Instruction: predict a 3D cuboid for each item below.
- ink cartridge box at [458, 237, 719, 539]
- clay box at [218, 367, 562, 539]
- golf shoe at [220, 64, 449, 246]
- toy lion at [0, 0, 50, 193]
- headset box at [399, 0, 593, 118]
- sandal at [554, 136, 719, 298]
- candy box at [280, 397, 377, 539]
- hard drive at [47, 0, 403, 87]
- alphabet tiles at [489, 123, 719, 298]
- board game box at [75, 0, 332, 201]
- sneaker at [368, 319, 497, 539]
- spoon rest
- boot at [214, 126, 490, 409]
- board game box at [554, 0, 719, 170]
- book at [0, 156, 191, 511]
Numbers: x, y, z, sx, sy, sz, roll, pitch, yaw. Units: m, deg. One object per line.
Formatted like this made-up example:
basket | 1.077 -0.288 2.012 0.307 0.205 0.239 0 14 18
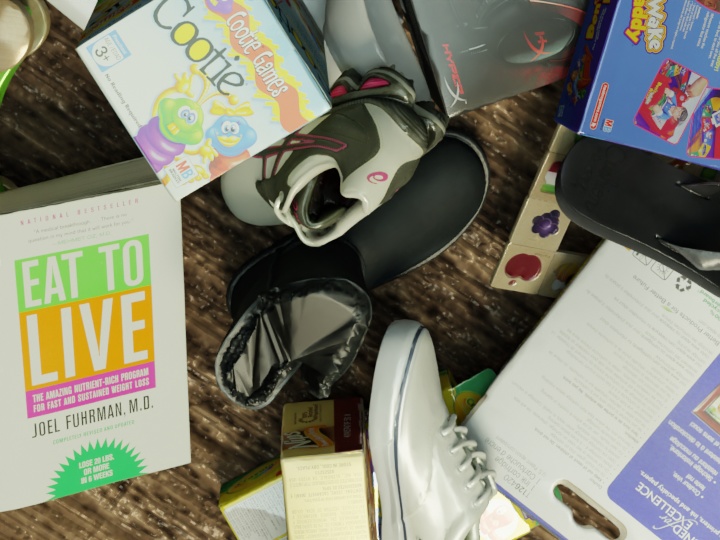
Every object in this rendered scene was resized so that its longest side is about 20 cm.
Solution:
ink cartridge box | 0.188 0.091 1.469 0.198 0.047 0.200 38 111 3
clay box | 0.021 0.149 1.540 0.200 0.048 0.115 -28 103 4
golf shoe | -0.035 -0.056 1.394 0.077 0.200 0.088 38 59 -18
toy lion | -0.296 -0.115 1.449 0.191 0.069 0.201 9 106 2
headset box | 0.118 -0.197 1.423 0.200 0.075 0.149 -19 108 -2
sandal | 0.213 -0.025 1.408 0.200 0.043 0.076 17 70 -4
candy box | -0.015 0.191 1.466 0.055 0.115 0.201 -5 104 1
hard drive | -0.091 -0.169 1.455 0.200 0.025 0.132 39 101 -12
alphabet tiles | 0.199 -0.043 1.475 0.200 0.008 0.167 10 119 -22
board game box | -0.087 -0.130 1.349 0.103 0.200 0.105 -31 105 7
sneaker | 0.050 0.124 1.459 0.071 0.073 0.200 2 114 18
spoon rest | -0.010 -0.178 1.401 0.061 0.099 0.200 -32 94 14
boot | 0.000 0.000 1.434 0.200 0.168 0.076 -33 105 7
board game box | 0.209 -0.163 1.383 0.134 0.045 0.200 14 99 -18
book | -0.177 0.041 1.469 0.133 0.048 0.200 -14 118 -26
